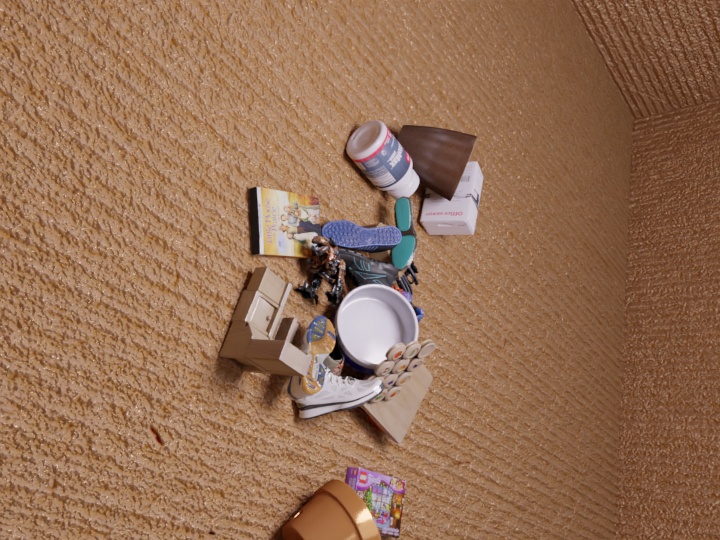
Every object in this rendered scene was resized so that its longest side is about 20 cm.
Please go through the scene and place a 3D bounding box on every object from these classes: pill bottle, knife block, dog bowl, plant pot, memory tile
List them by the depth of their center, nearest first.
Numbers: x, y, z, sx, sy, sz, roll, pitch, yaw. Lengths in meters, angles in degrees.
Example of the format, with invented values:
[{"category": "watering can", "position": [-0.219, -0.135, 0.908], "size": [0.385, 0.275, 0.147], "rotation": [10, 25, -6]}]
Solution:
[{"category": "plant pot", "position": [-0.068, 0.556, 1.404], "size": [0.139, 0.199, 0.202], "rotation": [-20, 100, -35]}, {"category": "memory tile", "position": [0.077, 0.234, 1.546], "size": [0.153, 0.201, 0.017], "rotation": [0, 41, -46]}, {"category": "dog bowl", "position": [0.030, 0.139, 1.596], "size": [0.198, 0.079, 0.202], "rotation": [7, 67, -15]}, {"category": "pill bottle", "position": [0.065, -0.278, 1.757], "size": [0.200, 0.119, 0.120], "rotation": [44, 52, -39]}, {"category": "knife block", "position": [0.077, -0.016, 1.771], "size": [0.199, 0.064, 0.177], "rotation": [18, 69, -49]}, {"category": "plant pot", "position": [0.190, -0.314, 1.851], "size": [0.199, 0.187, 0.188], "rotation": [23, 56, 2]}]

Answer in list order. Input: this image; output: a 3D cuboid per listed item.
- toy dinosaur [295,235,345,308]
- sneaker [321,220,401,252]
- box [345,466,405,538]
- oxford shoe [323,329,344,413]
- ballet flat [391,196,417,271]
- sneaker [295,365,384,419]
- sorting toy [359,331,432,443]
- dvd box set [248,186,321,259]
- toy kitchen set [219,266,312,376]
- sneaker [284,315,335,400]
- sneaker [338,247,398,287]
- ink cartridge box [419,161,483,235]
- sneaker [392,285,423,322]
[{"category": "toy dinosaur", "position": [-0.067, 0.006, 1.548], "size": [0.200, 0.102, 0.137], "rotation": [42, 56, -37]}, {"category": "sneaker", "position": [-0.003, -0.075, 1.650], "size": [0.198, 0.078, 0.071], "rotation": [5, 72, -14]}, {"category": "box", "position": [0.032, 0.561, 1.638], "size": [0.200, 0.039, 0.138], "rotation": [32, 59, -45]}, {"category": "oxford shoe", "position": [-0.072, 0.226, 1.532], "size": [0.070, 0.074, 0.202], "rotation": [-18, 99, -53]}, {"category": "ballet flat", "position": [0.119, -0.088, 1.741], "size": [0.075, 0.067, 0.202], "rotation": [33, 56, -62]}, {"category": "sneaker", "position": [-0.054, 0.242, 1.472], "size": [0.076, 0.199, 0.116], "rotation": [-50, 123, -83]}, {"category": "sorting toy", "position": [0.069, 0.287, 1.688], "size": [0.200, 0.069, 0.200], "rotation": [51, 57, -33]}, {"category": "dvd box set", "position": [-0.163, -0.102, 1.508], "size": [0.199, 0.029, 0.148], "rotation": [4, 81, -52]}, {"category": "toy kitchen set", "position": [-0.141, 0.119, 1.377], "size": [0.163, 0.179, 0.201], "rotation": [41, 58, -41]}, {"category": "sneaker", "position": [-0.114, 0.181, 1.435], "size": [0.075, 0.088, 0.201], "rotation": [41, 40, -21]}, {"category": "sneaker", "position": [0.000, 0.000, 1.638], "size": [0.199, 0.075, 0.080], "rotation": [20, 89, -22]}, {"category": "ink cartridge box", "position": [0.265, -0.207, 1.971], "size": [0.084, 0.143, 0.202], "rotation": [50, 48, -52]}, {"category": "sneaker", "position": [0.093, 0.069, 1.749], "size": [0.200, 0.078, 0.076], "rotation": [47, 32, -29]}]
